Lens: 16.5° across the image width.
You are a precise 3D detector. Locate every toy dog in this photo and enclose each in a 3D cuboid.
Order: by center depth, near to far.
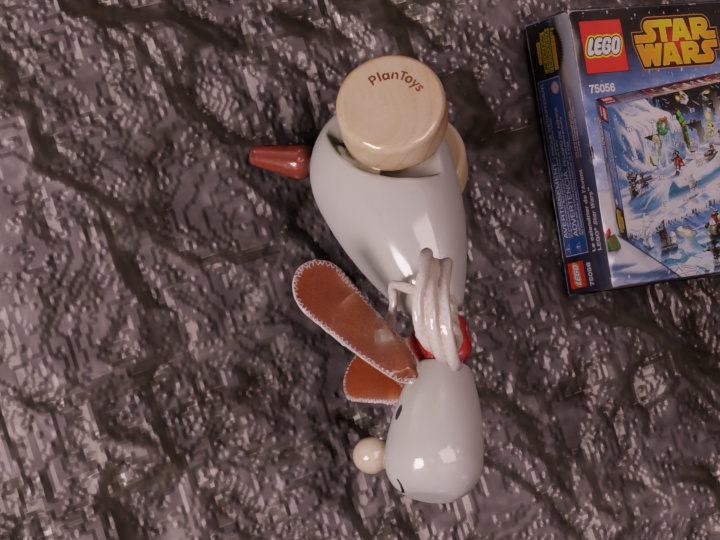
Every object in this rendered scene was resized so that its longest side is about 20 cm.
[{"bbox_3d":[0.000,0.000,1.096,0.132,0.096,0.201,74,12,-46],"label":"toy dog"}]

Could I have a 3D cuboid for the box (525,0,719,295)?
[{"bbox_3d":[0.182,-0.067,1.260,0.199,0.040,0.138,-6,87,-33],"label":"box"}]
